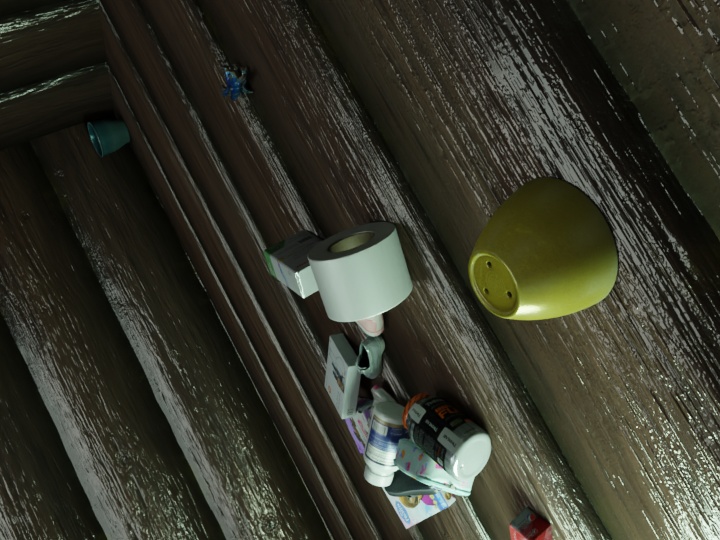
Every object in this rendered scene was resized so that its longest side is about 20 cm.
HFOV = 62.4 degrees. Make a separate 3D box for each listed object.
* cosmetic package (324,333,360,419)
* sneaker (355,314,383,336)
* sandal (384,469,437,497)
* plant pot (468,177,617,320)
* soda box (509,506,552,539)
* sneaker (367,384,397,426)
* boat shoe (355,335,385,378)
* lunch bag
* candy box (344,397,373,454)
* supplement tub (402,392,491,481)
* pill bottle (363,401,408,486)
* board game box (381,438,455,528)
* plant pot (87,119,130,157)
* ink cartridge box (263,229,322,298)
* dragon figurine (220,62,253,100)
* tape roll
[{"bbox_3d":[-0.055,0.318,1.794,0.151,0.050,0.204,-126,37,-52],"label":"cosmetic package"},{"bbox_3d":[-0.016,0.074,1.524,0.199,0.075,0.106,37,150,32],"label":"sneaker"},{"bbox_3d":[0.141,0.582,1.597,0.197,0.076,0.043,-14,119,43],"label":"sandal"},{"bbox_3d":[0.237,-0.010,0.846,0.200,0.140,0.203,46,151,34],"label":"plant pot"},{"bbox_3d":[0.375,0.618,1.283,0.070,0.063,0.204,25,136,54],"label":"soda box"},{"bbox_3d":[0.063,0.423,1.694,0.081,0.087,0.204,16,128,58],"label":"sneaker"},{"bbox_3d":[0.018,0.241,1.626,0.070,0.071,0.203,49,152,28],"label":"boat shoe"},{"bbox_3d":[0.182,0.484,1.453,0.158,0.079,0.199,27,169,-21],"label":"lunch bag"},{"bbox_3d":[0.028,0.490,1.851,0.171,0.071,0.199,65,156,-3],"label":"candy box"},{"bbox_3d":[0.189,0.368,1.343,0.199,0.121,0.125,30,140,50],"label":"supplement tub"},{"bbox_3d":[0.069,0.471,1.609,0.110,0.109,0.205,26,108,53],"label":"pill bottle"},{"bbox_3d":[0.142,0.597,1.672,0.202,0.041,0.200,56,131,16],"label":"board game box"},{"bbox_3d":[-1.456,-0.788,3.461,0.199,0.185,0.204,39,143,38],"label":"plant pot"},{"bbox_3d":[-0.155,-0.022,1.627,0.199,0.143,0.086,30,141,50],"label":"ink cartridge box"},{"bbox_3d":[-0.331,-0.502,1.616,0.199,0.058,0.101,36,144,48],"label":"dragon figurine"},{"bbox_3d":[0.000,0.000,1.268,0.201,0.200,0.142,13,126,60],"label":"tape roll"}]
